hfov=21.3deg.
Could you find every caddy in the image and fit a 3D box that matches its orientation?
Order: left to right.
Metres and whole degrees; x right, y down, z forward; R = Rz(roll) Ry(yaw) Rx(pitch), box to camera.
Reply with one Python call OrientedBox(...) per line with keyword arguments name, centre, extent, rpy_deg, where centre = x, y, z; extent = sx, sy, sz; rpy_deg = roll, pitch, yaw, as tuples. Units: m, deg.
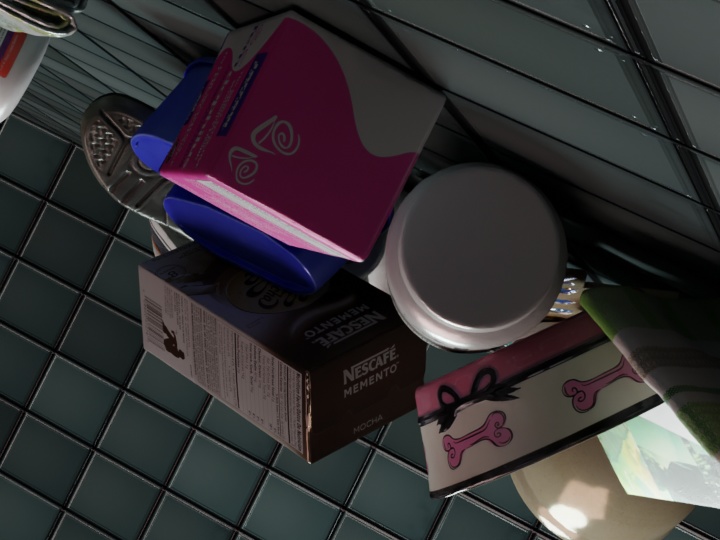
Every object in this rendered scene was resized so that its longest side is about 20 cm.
OrientedBox(name="caddy", centre=(-0.065, -0.074, 1.354), extent=(0.199, 0.105, 0.142), rpy_deg=(25, 151, 37))

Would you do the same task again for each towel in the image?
OrientedBox(name="towel", centre=(-0.298, -0.223, 1.382), extent=(0.170, 0.048, 0.200), rpy_deg=(29, 177, -26))
OrientedBox(name="towel", centre=(0.235, 0.077, 1.143), extent=(0.148, 0.031, 0.200), rpy_deg=(8, -147, -44))

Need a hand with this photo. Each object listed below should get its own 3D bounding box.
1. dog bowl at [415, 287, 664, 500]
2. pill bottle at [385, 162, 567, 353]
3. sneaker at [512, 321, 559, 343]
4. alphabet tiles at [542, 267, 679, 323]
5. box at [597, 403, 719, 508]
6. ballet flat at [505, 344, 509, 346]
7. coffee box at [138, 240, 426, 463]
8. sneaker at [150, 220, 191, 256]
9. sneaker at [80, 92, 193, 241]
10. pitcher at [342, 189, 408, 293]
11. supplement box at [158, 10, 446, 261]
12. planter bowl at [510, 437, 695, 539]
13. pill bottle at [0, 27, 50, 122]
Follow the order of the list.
OrientedBox(name="dog bowl", centre=(0.123, 0.077, 1.257), extent=(0.200, 0.199, 0.074), rpy_deg=(81, 165, -86))
OrientedBox(name="pill bottle", centre=(0.071, -0.006, 1.195), extent=(0.112, 0.114, 0.200), rpy_deg=(27, 177, 2))
OrientedBox(name="sneaker", centre=(0.211, 0.091, 1.462), extent=(0.198, 0.080, 0.078), rpy_deg=(10, 167, -2))
OrientedBox(name="alphabet tiles", centre=(0.127, 0.017, 1.382), extent=(0.198, 0.008, 0.167), rpy_deg=(6, 167, 6))
OrientedBox(name="box", centre=(0.238, 0.103, 1.344), extent=(0.199, 0.036, 0.145), rpy_deg=(3, 126, 54))
OrientedBox(name="ballet flat", centre=(0.104, -0.003, 1.487), extent=(0.200, 0.068, 0.069), rpy_deg=(42, -149, -37))
OrientedBox(name="coffee box", centre=(-0.058, 0.046, 1.390), extent=(0.113, 0.080, 0.199), rpy_deg=(-24, -142, -35))
OrientedBox(name="sneaker", centre=(-0.110, 0.017, 1.564), extent=(0.080, 0.078, 0.201), rpy_deg=(91, 154, -55))
OrientedBox(name="sneaker", centre=(-0.146, -0.094, 1.487), extent=(0.199, 0.076, 0.115), rpy_deg=(32, -150, -40))
OrientedBox(name="pitcher", centre=(0.000, 0.000, 1.520), extent=(0.120, 0.173, 0.200), rpy_deg=(-15, 168, 5))
OrientedBox(name="supplement box", centre=(-0.038, -0.075, 1.089), extent=(0.103, 0.102, 0.200), rpy_deg=(28, 176, -15))
OrientedBox(name="planter bowl", centre=(0.248, 0.144, 1.741), extent=(0.199, 0.201, 0.135), rpy_deg=(27, 150, -9))
OrientedBox(name="pill bottle", centre=(-0.358, -0.208, 1.549), extent=(0.199, 0.113, 0.112), rpy_deg=(29, 177, -21))
